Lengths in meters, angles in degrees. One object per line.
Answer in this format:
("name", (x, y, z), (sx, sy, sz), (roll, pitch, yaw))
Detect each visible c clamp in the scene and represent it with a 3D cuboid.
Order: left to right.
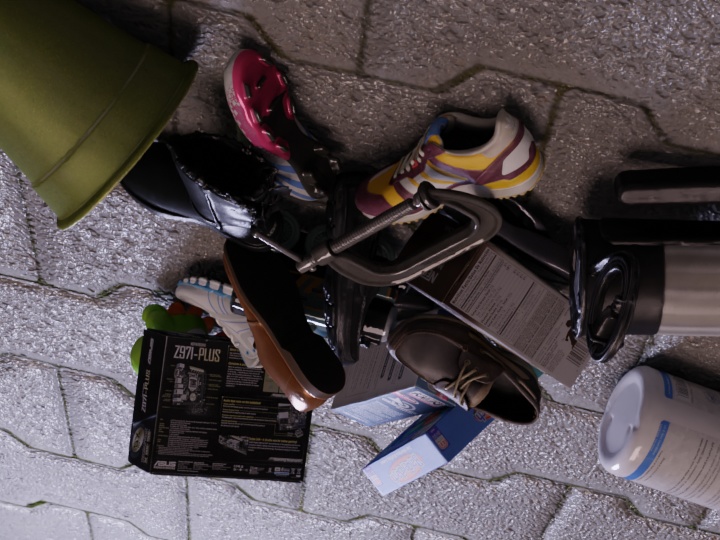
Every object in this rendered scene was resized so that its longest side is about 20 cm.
("c clamp", (0.027, -0.032, 1.474), (0.200, 0.027, 0.171), (-25, 144, 26))

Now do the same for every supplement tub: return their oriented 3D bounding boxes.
("supplement tub", (0.387, 0.199, 1.792), (0.199, 0.132, 0.132), (21, 150, -10))

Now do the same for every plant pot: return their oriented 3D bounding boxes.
("plant pot", (-0.283, -0.172, 1.410), (0.190, 0.200, 0.200), (39, 143, -19))

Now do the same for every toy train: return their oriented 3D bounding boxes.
("toy train", (-0.047, 0.012, 1.659), (0.199, 0.114, 0.085), (16, 166, -2))

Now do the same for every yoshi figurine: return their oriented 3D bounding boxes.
("yoshi figurine", (-0.207, 0.120, 1.937), (0.200, 0.112, 0.112), (37, 150, -30))

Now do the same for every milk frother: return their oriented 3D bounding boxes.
("milk frother", (0.294, 0.021, 1.437), (0.187, 0.201, 0.181), (0, 140, 2))

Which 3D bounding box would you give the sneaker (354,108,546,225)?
("sneaker", (0.071, -0.106, 1.473), (0.199, 0.075, 0.090), (-14, 135, 28))

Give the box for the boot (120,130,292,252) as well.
("boot", (-0.159, -0.091, 1.523), (0.198, 0.074, 0.163), (27, 167, 10))

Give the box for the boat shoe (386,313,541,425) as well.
("boat shoe", (0.119, 0.107, 1.659), (0.200, 0.073, 0.075), (23, 112, -27))

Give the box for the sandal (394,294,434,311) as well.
("sandal", (-0.016, 0.016, 1.741), (0.199, 0.045, 0.075), (4, 177, -10))

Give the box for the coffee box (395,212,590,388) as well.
("coffee box", (0.143, 0.029, 1.606), (0.200, 0.080, 0.113), (33, 180, -32))

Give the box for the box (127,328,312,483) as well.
("box", (-0.163, 0.162, 1.860), (0.199, 0.164, 0.086), (6, -179, -27))

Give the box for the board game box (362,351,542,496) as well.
("board game box", (0.111, 0.169, 1.798), (0.045, 0.200, 0.152), (51, 145, 0))

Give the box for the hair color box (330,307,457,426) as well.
("hair color box", (0.049, 0.115, 1.794), (0.060, 0.100, 0.200), (27, 157, -21))

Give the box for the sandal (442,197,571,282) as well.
("sandal", (0.160, -0.042, 1.563), (0.200, 0.043, 0.076), (28, 176, -23))

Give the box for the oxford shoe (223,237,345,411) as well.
("oxford shoe", (-0.093, 0.055, 1.587), (0.071, 0.200, 0.071), (-14, 159, -42))

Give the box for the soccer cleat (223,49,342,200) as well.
("soccer cleat", (-0.095, -0.133, 1.491), (0.086, 0.070, 0.200), (6, 148, 33))

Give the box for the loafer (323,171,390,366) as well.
("loafer", (0.000, 0.000, 1.580), (0.070, 0.201, 0.068), (1, -168, -10))

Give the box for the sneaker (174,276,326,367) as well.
("sneaker", (-0.133, 0.064, 1.791), (0.199, 0.087, 0.075), (17, 179, 24))
